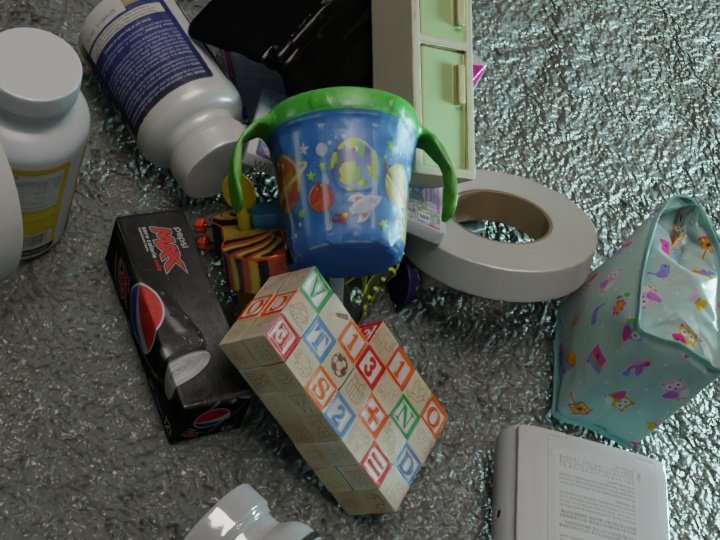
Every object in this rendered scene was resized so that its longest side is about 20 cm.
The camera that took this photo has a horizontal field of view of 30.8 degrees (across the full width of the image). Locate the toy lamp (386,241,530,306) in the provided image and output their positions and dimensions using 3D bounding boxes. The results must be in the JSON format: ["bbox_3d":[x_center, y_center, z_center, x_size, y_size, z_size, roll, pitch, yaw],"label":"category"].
[{"bbox_3d":[0.125,0.001,1.310,0.198,0.058,0.059,-3,56,-26],"label":"toy lamp"}]

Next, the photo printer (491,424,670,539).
[{"bbox_3d":[0.193,0.247,1.143,0.164,0.070,0.202,15,51,-12],"label":"photo printer"}]

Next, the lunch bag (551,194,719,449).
[{"bbox_3d":[0.272,0.042,1.266,0.121,0.171,0.201,24,47,-11],"label":"lunch bag"}]

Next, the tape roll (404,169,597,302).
[{"bbox_3d":[0.134,-0.039,1.290,0.200,0.037,0.204,7,32,-4],"label":"tape roll"}]

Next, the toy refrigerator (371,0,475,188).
[{"bbox_3d":[0.060,-0.183,1.221,0.075,0.070,0.203,4,83,-36],"label":"toy refrigerator"}]

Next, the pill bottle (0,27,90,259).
[{"bbox_3d":[-0.293,-0.108,1.120,0.111,0.201,0.113,12,51,-15],"label":"pill bottle"}]

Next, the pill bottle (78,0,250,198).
[{"bbox_3d":[-0.184,-0.172,1.274,0.110,0.111,0.201,-20,64,-33],"label":"pill bottle"}]

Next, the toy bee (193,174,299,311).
[{"bbox_3d":[-0.105,-0.021,1.213,0.107,0.200,0.133,-5,90,7],"label":"toy bee"}]

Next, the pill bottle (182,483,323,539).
[{"bbox_3d":[-0.049,0.267,0.997,0.200,0.116,0.116,42,50,12],"label":"pill bottle"}]

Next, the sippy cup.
[{"bbox_3d":[-0.013,-0.068,1.111,0.176,0.140,0.132,-10,71,18],"label":"sippy cup"}]

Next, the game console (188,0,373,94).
[{"bbox_3d":[-0.033,-0.241,1.280,0.176,0.116,0.201,48,65,-22],"label":"game console"}]

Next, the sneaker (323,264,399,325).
[{"bbox_3d":[0.000,0.000,1.229,0.084,0.075,0.202,10,65,-14],"label":"sneaker"}]

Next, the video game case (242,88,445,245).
[{"bbox_3d":[-0.011,-0.102,1.249,0.198,0.018,0.144,22,30,-10],"label":"video game case"}]

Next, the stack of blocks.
[{"bbox_3d":[-0.018,0.095,1.111,0.201,0.058,0.116,55,46,-22],"label":"stack of blocks"}]

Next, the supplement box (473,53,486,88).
[{"bbox_3d":[0.015,-0.216,1.345,0.199,0.104,0.101,39,65,5],"label":"supplement box"}]

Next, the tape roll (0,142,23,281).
[{"bbox_3d":[-0.382,-0.060,1.047,0.138,0.203,0.203,-27,68,-36],"label":"tape roll"}]

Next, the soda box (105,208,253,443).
[{"bbox_3d":[-0.162,0.045,1.151,0.070,0.064,0.201,-9,58,-28],"label":"soda box"}]

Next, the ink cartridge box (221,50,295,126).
[{"bbox_3d":[-0.094,-0.214,1.394,0.094,0.037,0.202,2,52,-23],"label":"ink cartridge box"}]

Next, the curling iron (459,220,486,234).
[{"bbox_3d":[0.043,-0.043,1.327,0.198,0.026,0.050,-3,59,-25],"label":"curling iron"}]
